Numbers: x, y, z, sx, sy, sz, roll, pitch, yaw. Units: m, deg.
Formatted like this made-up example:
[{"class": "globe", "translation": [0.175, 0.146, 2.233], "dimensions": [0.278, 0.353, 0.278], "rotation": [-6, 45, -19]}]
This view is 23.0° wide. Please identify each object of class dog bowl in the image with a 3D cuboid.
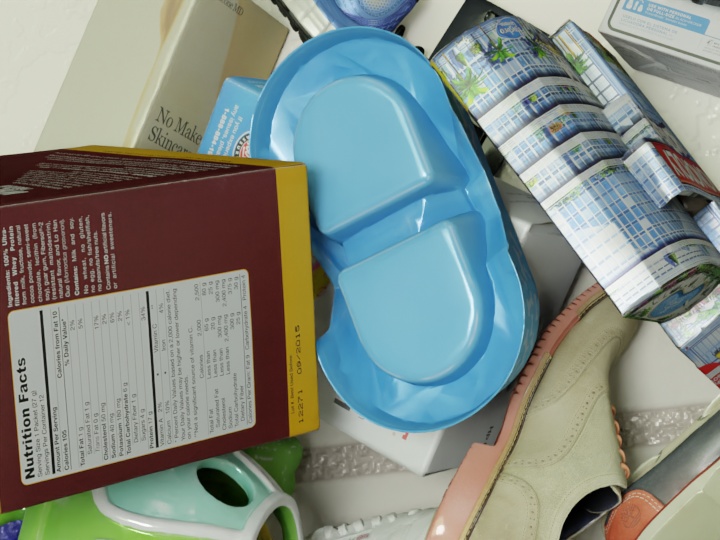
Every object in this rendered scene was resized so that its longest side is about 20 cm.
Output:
[{"class": "dog bowl", "translation": [0.020, -0.020, 0.862], "dimensions": [0.111, 0.050, 0.201], "rotation": [-26, 78, 24]}]

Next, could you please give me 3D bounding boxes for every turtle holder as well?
[{"class": "turtle holder", "translation": [-0.095, 0.148, 0.910], "dimensions": [0.131, 0.185, 0.141], "rotation": [-2, 83, 20]}]

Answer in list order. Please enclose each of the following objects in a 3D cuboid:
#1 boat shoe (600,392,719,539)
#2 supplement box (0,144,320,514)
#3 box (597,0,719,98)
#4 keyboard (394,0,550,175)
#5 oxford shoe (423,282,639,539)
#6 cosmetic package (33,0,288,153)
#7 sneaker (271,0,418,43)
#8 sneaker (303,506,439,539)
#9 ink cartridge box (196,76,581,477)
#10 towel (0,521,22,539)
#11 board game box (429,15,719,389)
[{"class": "boat shoe", "translation": [0.198, 0.080, 0.856], "dimensions": [0.200, 0.071, 0.063], "rotation": [-44, 22, 9]}, {"class": "supplement box", "translation": [-0.160, 0.018, 0.856], "dimensions": [0.197, 0.200, 0.133], "rotation": [8, 105, 48]}, {"class": "box", "translation": [0.220, -0.189, 0.923], "dimensions": [0.116, 0.060, 0.200], "rotation": [25, 88, 31]}, {"class": "keyboard", "translation": [0.023, -0.067, 1.006], "dimensions": [0.104, 0.040, 0.200], "rotation": [33, 91, 31]}, {"class": "oxford shoe", "translation": [0.103, 0.087, 0.877], "dimensions": [0.074, 0.071, 0.200], "rotation": [25, 57, 16]}, {"class": "cosmetic package", "translation": [-0.128, -0.079, 1.053], "dimensions": [0.071, 0.105, 0.201], "rotation": [21, 87, 29]}, {"class": "sneaker", "translation": [-0.032, -0.206, 1.064], "dimensions": [0.089, 0.079, 0.200], "rotation": [-37, 64, -2]}, {"class": "sneaker", "translation": [0.008, 0.160, 0.932], "dimensions": [0.200, 0.076, 0.081], "rotation": [-34, 52, 14]}, {"class": "ink cartridge box", "translation": [0.000, 0.000, 0.947], "dimensions": [0.200, 0.085, 0.145], "rotation": [27, 103, 25]}, {"class": "towel", "translation": [-0.212, 0.128, 1.047], "dimensions": [0.200, 0.050, 0.148], "rotation": [-45, 33, 12]}, {"class": "board game box", "translation": [0.141, -0.030, 0.867], "dimensions": [0.062, 0.200, 0.200], "rotation": [-40, 75, 13]}]
